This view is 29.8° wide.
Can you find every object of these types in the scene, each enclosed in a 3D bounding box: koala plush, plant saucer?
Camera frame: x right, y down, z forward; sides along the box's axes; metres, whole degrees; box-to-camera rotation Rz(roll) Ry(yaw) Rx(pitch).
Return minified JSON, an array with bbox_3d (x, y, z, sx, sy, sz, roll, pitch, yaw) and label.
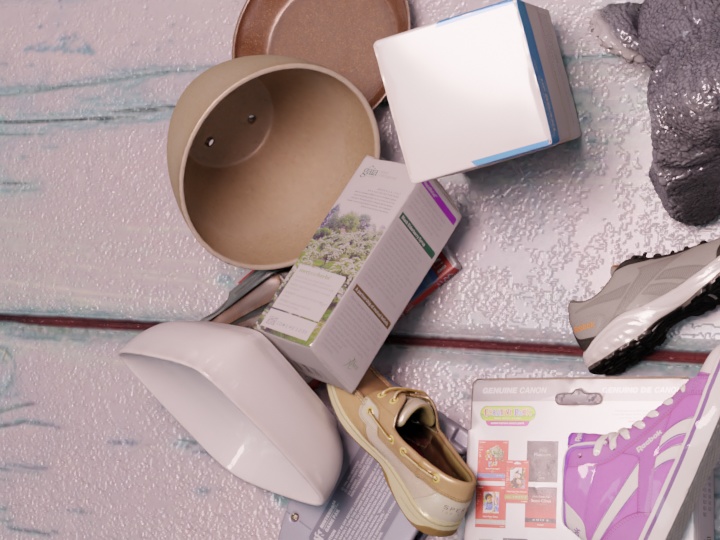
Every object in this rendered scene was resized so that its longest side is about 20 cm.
[{"bbox_3d":[0.293,-0.176,1.137,0.177,0.184,0.200,-24,60,19],"label":"koala plush"},{"bbox_3d":[-0.035,-0.228,1.364,0.200,0.037,0.201,-4,80,25],"label":"plant saucer"}]

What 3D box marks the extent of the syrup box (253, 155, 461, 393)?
[{"bbox_3d":[0.000,0.000,1.220,0.079,0.081,0.200,16,65,43],"label":"syrup box"}]

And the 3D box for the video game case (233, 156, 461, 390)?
[{"bbox_3d":[-0.016,0.004,1.324,0.200,0.017,0.143,-40,67,14],"label":"video game case"}]

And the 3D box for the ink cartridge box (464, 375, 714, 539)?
[{"bbox_3d":[0.196,0.182,1.156,0.199,0.084,0.176,-2,78,24],"label":"ink cartridge box"}]

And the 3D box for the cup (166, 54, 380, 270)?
[{"bbox_3d":[-0.103,-0.120,1.272,0.201,0.200,0.143,-56,40,7],"label":"cup"}]

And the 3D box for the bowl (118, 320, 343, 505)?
[{"bbox_3d":[-0.110,0.119,1.245,0.075,0.200,0.200,-50,27,-23],"label":"bowl"}]

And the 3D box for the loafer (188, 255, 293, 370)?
[{"bbox_3d":[-0.125,0.068,1.323,0.200,0.072,0.063,-43,72,27],"label":"loafer"}]

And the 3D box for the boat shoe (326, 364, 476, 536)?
[{"bbox_3d":[0.040,0.139,1.189,0.200,0.074,0.066,52,123,34],"label":"boat shoe"}]

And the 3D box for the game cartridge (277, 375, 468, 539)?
[{"bbox_3d":[0.009,0.207,1.267,0.133,0.040,0.200,32,95,23],"label":"game cartridge"}]

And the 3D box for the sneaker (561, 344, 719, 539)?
[{"bbox_3d":[0.225,0.130,1.069,0.114,0.073,0.201,28,91,29],"label":"sneaker"}]

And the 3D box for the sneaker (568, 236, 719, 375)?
[{"bbox_3d":[0.264,0.008,1.163,0.200,0.074,0.079,-35,63,16],"label":"sneaker"}]

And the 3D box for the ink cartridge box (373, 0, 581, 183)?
[{"bbox_3d":[0.112,-0.158,1.201,0.128,0.200,0.126,-15,92,19],"label":"ink cartridge box"}]
